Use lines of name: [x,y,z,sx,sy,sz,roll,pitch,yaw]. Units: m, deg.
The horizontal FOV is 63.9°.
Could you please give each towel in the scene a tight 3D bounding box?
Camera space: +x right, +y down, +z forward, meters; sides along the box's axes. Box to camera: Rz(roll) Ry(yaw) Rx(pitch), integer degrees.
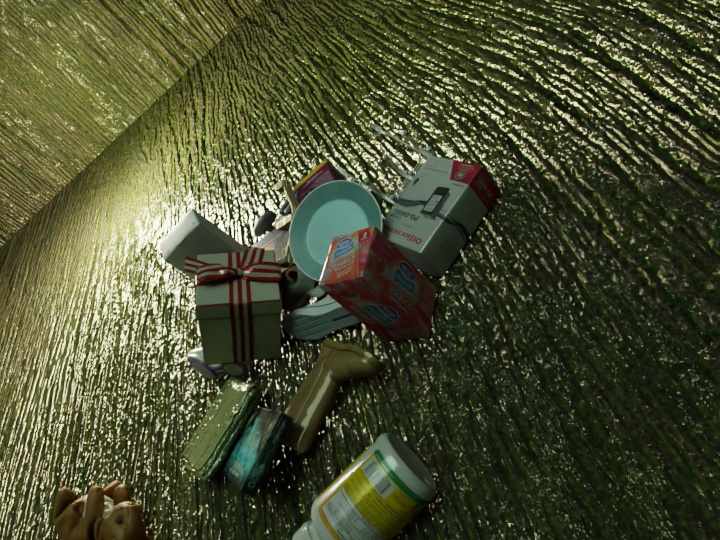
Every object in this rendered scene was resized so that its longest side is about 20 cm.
towel: [-0.274,0.307,1.135,0.148,0.036,0.201,-4,54,57]

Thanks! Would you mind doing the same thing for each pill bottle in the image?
pill bottle: [0.002,0.337,0.814,0.200,0.113,0.113,-45,39,2]

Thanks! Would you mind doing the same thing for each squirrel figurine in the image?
squirrel figurine: [-0.496,0.522,1.124,0.186,0.141,0.201,2,73,31]

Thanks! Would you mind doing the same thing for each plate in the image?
plate: [-0.046,-0.073,1.099,0.199,0.026,0.202,-5,77,24]

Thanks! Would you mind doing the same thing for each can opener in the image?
can opener: [-0.186,-0.156,1.447,0.052,0.067,0.200,15,64,49]

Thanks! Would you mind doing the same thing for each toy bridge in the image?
toy bridge: [-0.155,-0.104,1.252,0.067,0.027,0.201,-23,65,47]

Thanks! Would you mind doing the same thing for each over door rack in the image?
over door rack: [0.047,-0.243,1.272,0.200,0.067,0.148,33,82,37]

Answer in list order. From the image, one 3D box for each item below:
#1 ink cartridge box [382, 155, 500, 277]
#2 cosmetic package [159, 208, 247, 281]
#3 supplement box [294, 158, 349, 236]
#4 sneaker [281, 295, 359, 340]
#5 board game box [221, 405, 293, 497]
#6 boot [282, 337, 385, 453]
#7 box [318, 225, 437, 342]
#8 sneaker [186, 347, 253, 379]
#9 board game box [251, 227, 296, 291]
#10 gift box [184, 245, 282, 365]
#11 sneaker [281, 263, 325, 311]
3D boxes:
ink cartridge box: [0.141,-0.105,1.084,0.145,0.083,0.200,25,76,50]
cosmetic package: [-0.321,-0.028,1.260,0.113,0.200,0.081,-44,38,4]
supplement box: [-0.048,-0.125,1.238,0.103,0.131,0.200,-39,39,12]
sneaker: [-0.065,0.084,1.137,0.199,0.073,0.071,-14,28,31]
board game box: [-0.185,0.308,1.011,0.136,0.028,0.200,-63,15,-19]
boot: [-0.056,0.226,1.005,0.175,0.066,0.201,2,58,58]
box: [0.036,0.029,0.974,0.094,0.200,0.103,-13,48,37]
sneaker: [-0.295,0.184,1.263,0.199,0.075,0.100,-6,40,34]
board game box: [-0.218,-0.003,1.348,0.199,0.057,0.166,-35,42,15]
gift box: [-0.255,0.056,1.175,0.183,0.188,0.201,-7,41,-16]
sneaker: [-0.132,0.028,1.201,0.200,0.079,0.074,-32,37,54]
